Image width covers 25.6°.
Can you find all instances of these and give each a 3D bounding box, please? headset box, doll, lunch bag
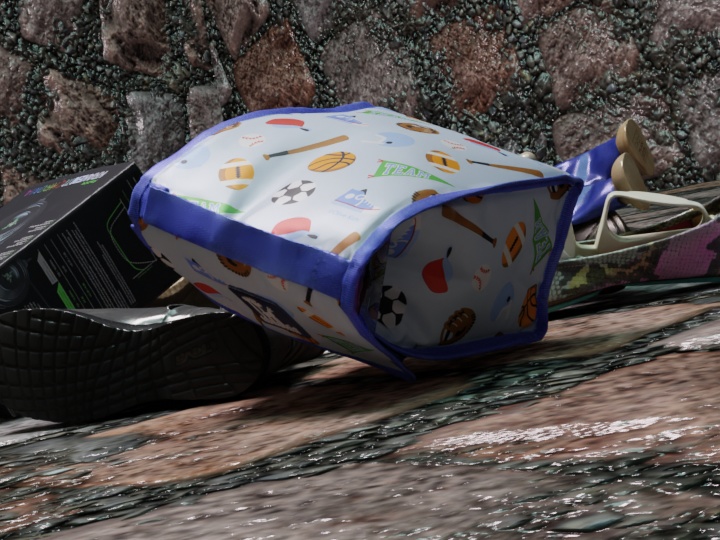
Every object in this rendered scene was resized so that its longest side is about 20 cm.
[{"bbox_3d":[-0.252,0.021,1.149,0.173,0.093,0.200,-7,29,51],"label":"headset box"},{"bbox_3d":[0.112,-0.046,1.138,0.199,0.049,0.137,-20,32,29],"label":"doll"},{"bbox_3d":[-0.005,-0.018,0.873,0.169,0.125,0.199,20,16,35],"label":"lunch bag"}]

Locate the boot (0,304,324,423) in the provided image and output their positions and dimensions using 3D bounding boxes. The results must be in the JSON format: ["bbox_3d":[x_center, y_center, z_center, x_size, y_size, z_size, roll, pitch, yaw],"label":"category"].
[{"bbox_3d":[-0.127,0.053,0.996,0.198,0.071,0.132,2,4,17],"label":"boot"}]

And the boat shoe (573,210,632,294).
[{"bbox_3d":[0.148,-0.020,1.183,0.072,0.068,0.200,-53,33,-5],"label":"boat shoe"}]

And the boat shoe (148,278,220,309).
[{"bbox_3d":[-0.148,0.035,1.255,0.199,0.072,0.064,-15,6,-42],"label":"boat shoe"}]

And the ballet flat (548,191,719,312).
[{"bbox_3d":[0.160,-0.015,1.049,0.198,0.072,0.069,-11,15,3],"label":"ballet flat"}]
